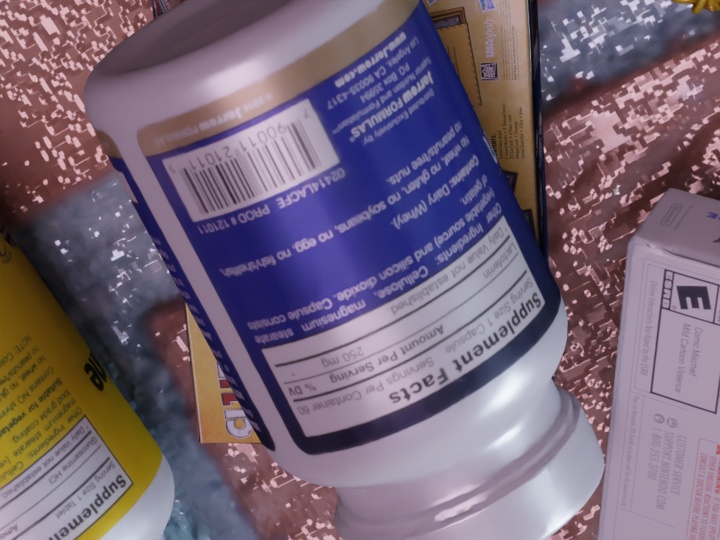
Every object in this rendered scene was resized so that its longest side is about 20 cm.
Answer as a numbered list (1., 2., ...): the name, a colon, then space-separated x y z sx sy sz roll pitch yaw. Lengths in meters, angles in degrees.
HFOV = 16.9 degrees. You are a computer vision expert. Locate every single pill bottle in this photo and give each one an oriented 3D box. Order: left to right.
1. pill bottle: -0.141 0.068 0.899 0.112 0.113 0.200 -28 106 18
2. pill bottle: 0.000 0.000 0.810 0.115 0.116 0.200 -21 108 16

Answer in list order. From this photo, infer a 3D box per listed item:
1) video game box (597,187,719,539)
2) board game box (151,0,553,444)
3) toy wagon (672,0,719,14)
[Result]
1. video game box: 0.176 0.084 0.849 0.182 0.047 0.201 18 128 22
2. board game box: -0.001 -0.034 0.878 0.135 0.035 0.201 0 112 9
3. toy wagon: 0.124 -0.178 0.797 0.155 0.040 0.201 4 113 7
